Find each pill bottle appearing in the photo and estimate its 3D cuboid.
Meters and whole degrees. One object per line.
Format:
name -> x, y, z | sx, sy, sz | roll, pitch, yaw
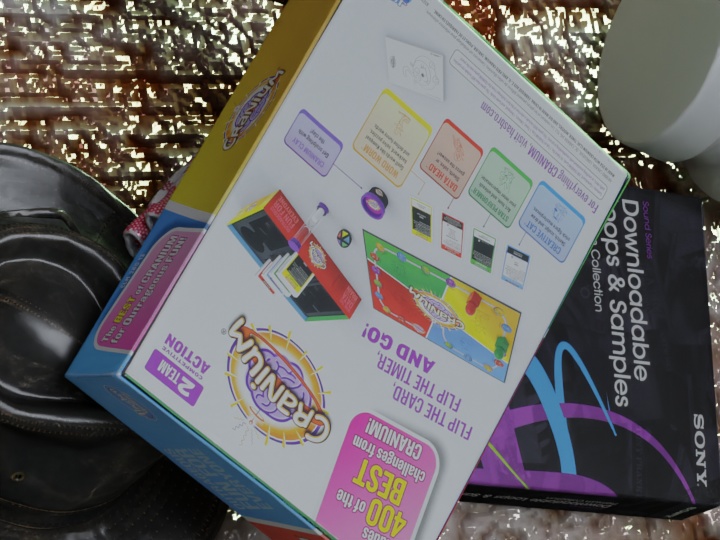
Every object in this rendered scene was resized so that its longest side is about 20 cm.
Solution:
pill bottle -> 0.214, -0.072, 1.340 | 0.200, 0.116, 0.116 | 19, 66, -27

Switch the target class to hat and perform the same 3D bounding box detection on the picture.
hat -> -0.115, 0.035, 1.117 | 0.200, 0.081, 0.201 | 11, 69, -31

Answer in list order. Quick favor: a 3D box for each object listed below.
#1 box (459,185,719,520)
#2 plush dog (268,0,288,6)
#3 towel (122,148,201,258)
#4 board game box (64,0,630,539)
box -> 0.064, 0.027, 1.263 | 0.200, 0.036, 0.143 | 8, 72, -32
plush dog -> -0.037, -0.191, 1.176 | 0.172, 0.200, 0.160 | -60, 155, -4
towel -> 0.002, -0.019, 1.186 | 0.146, 0.030, 0.200 | 56, 49, -18
board game box -> 0.000, 0.000, 1.119 | 0.153, 0.040, 0.200 | 41, 66, -26
